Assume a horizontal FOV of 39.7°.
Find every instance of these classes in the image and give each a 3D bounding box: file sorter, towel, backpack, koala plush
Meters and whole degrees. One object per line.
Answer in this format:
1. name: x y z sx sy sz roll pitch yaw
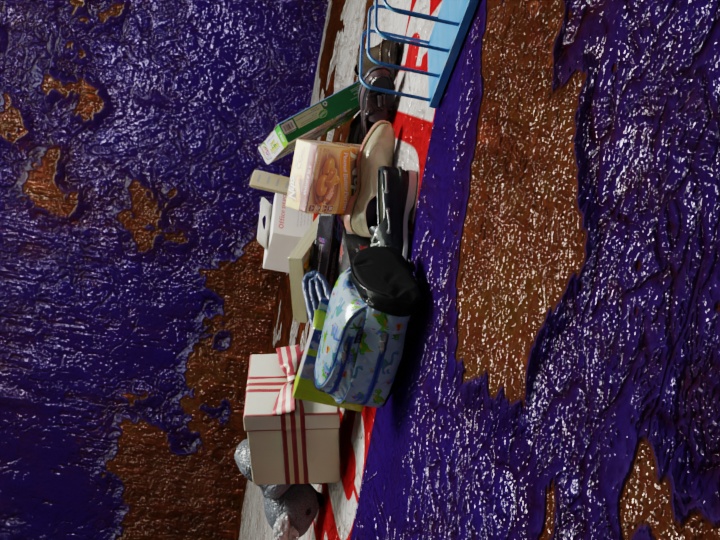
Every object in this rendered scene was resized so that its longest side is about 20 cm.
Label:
1. file sorter: 0.078 -0.356 1.390 0.201 0.121 0.140 111 164 -51
2. towel: -0.042 0.087 1.651 0.200 0.048 0.113 61 -169 -59
3. backpack: 0.009 0.090 1.382 0.164 0.151 0.203 -112 19 -60
4. koala plush: -0.139 0.411 1.876 0.177 0.181 0.203 -100 4 -80

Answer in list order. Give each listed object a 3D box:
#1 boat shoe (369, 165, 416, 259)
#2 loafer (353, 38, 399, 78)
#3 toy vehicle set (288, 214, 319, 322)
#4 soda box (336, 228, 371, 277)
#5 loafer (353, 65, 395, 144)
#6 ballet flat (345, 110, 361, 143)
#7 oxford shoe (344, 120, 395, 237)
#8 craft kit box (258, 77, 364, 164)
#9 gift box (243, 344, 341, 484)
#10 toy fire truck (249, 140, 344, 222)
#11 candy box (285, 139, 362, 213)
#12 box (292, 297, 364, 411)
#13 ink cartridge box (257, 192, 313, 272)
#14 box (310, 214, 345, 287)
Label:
1. boat shoe: 0.042 -0.059 1.503 0.076 0.059 0.203 125 153 -69
2. loafer: 0.026 -0.391 1.898 0.200 0.070 0.074 148 131 -78
3. toy vehicle set: -0.086 -0.008 1.821 0.200 0.026 0.126 -61 -29 -60
4. soda box: 0.000 0.000 1.697 0.201 0.062 0.072 -100 22 -66
5. loafer: 0.032 -0.276 1.809 0.201 0.071 0.064 101 154 -49
6. ballet flat: -0.007 -0.213 1.929 0.068 0.068 0.203 -15 56 51
7. oxford shoe: 0.032 -0.153 1.705 0.074 0.070 0.203 25 106 53
8. craft kit box: -0.085 -0.280 1.886 0.049 0.198 0.197 61 164 -6
9. gift box: -0.100 0.242 1.734 0.186 0.197 0.189 -101 6 -55
10. toy fire truck: -0.101 -0.178 1.961 0.128 0.199 0.178 -29 42 34
11. candy box: -0.038 -0.161 1.730 0.055 0.199 0.117 21 105 36
12. box: -0.028 0.135 1.552 0.201 0.120 0.048 108 171 -45
13. ink cartridge box: -0.117 -0.078 2.064 0.126 0.197 0.130 111 165 -51
14. box: -0.047 -0.013 1.851 0.200 0.036 0.145 54 -138 -70
